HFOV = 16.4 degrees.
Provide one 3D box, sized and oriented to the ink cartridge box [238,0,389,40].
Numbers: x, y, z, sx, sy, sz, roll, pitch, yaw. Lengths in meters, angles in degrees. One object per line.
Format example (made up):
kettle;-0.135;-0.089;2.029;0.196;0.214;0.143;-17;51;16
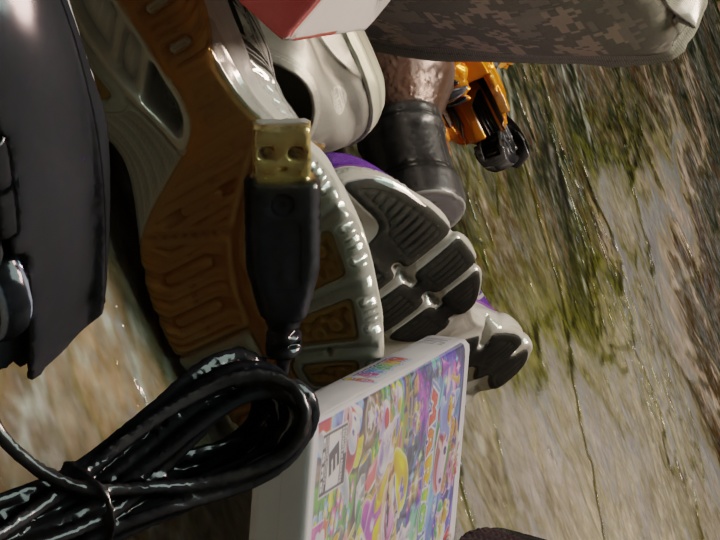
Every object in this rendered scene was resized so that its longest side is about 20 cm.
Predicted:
ink cartridge box;-0.063;-0.162;0.778;0.200;0.068;0.116;42;14;4

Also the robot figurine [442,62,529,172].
robot figurine;0.036;-0.128;1.239;0.145;0.058;0.200;60;16;-27

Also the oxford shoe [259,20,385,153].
oxford shoe;-0.058;-0.118;0.897;0.058;0.075;0.201;-46;118;-34

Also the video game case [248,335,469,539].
video game case;0.000;0.101;0.755;0.200;0.018;0.144;-19;114;-75

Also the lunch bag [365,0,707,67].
lunch bag;0.031;-0.156;0.959;0.118;0.199;0.164;-65;148;-12

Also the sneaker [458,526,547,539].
sneaker;0.044;0.152;0.809;0.200;0.075;0.116;-3;109;-71

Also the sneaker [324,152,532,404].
sneaker;0.000;0.000;0.950;0.084;0.080;0.200;57;2;23

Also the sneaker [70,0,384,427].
sneaker;-0.042;-0.042;0.813;0.088;0.075;0.201;-62;129;-71

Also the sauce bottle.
sauce bottle;0.006;-0.108;1.094;0.065;0.064;0.201;45;27;-56

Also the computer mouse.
computer mouse;-0.060;-0.020;0.536;0.140;0.046;0.201;-23;116;-34
